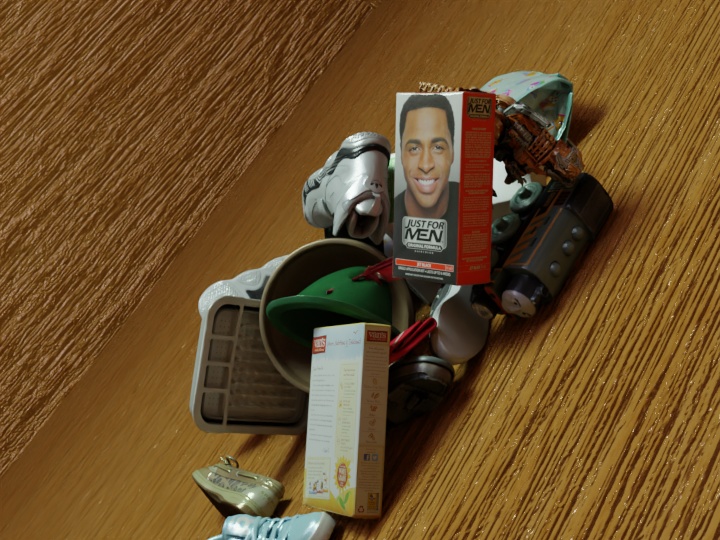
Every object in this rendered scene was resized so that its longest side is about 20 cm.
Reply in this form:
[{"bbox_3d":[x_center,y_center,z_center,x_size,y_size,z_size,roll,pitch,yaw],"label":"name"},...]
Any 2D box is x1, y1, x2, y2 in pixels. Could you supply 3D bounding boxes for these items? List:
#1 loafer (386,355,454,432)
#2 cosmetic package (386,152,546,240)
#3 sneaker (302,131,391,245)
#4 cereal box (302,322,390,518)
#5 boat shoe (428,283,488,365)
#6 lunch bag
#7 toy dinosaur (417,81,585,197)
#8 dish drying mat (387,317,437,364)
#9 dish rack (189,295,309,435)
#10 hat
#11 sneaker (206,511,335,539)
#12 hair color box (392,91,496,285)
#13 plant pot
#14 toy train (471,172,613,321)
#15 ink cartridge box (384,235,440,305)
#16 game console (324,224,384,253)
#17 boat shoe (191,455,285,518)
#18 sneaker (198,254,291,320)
[{"bbox_3d":[0.042,0.154,1.311,0.200,0.071,0.064,-37,34,55],"label":"loafer"},{"bbox_3d":[0.129,-0.103,1.456,0.197,0.085,0.109,-14,64,21],"label":"cosmetic package"},{"bbox_3d":[-0.020,-0.077,1.461,0.200,0.074,0.117,133,141,-53],"label":"sneaker"},{"bbox_3d":[-0.016,0.161,1.271,0.143,0.039,0.204,170,106,-65],"label":"cereal box"},{"bbox_3d":[0.111,0.056,1.357,0.057,0.069,0.201,-43,9,31],"label":"boat shoe"},{"bbox_3d":[0.204,-0.192,1.615,0.200,0.122,0.170,-48,14,3],"label":"lunch bag"},{"bbox_3d":[0.157,-0.155,1.301,0.101,0.201,0.136,-28,-22,-21],"label":"toy dinosaur"},{"bbox_3d":[0.017,0.106,1.332,0.077,0.018,0.200,-41,0,-32],"label":"dish drying mat"},{"bbox_3d":[-0.138,0.125,1.518,0.043,0.198,0.175,6,88,49],"label":"dish rack"},{"bbox_3d":[0.000,0.000,1.411,0.165,0.198,0.179,-31,41,59],"label":"hat"},{"bbox_3d":[-0.113,0.304,1.289,0.199,0.082,0.074,-35,19,36],"label":"sneaker"},{"bbox_3d":[0.089,-0.090,1.259,0.061,0.204,0.101,-4,7,-44],"label":"hair color box"},{"bbox_3d":[-0.025,0.058,1.496,0.201,0.201,0.093,-43,-3,9],"label":"plant pot"},{"bbox_3d":[0.199,-0.028,1.302,0.113,0.085,0.201,-3,45,55],"label":"toy train"},{"bbox_3d":[0.098,-0.052,1.613,0.148,0.086,0.200,-45,17,4],"label":"ink cartridge box"},{"bbox_3d":[0.013,-0.020,1.630,0.115,0.203,0.175,-15,18,-35],"label":"game console"},{"bbox_3d":[-0.156,0.284,1.497,0.063,0.074,0.199,-44,25,-19],"label":"boat shoe"},{"bbox_3d":[-0.127,0.049,1.601,0.197,0.076,0.114,-17,-30,-17],"label":"sneaker"}]
